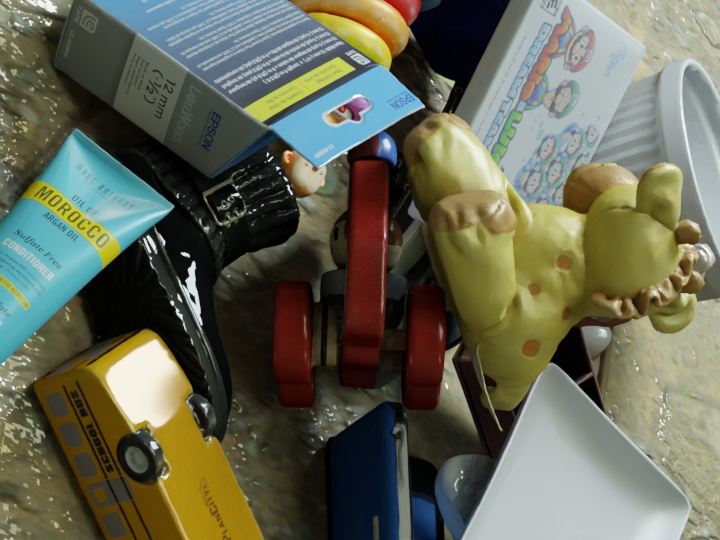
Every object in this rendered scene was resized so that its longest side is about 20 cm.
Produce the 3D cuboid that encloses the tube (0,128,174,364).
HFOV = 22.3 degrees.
[{"bbox_3d":[-0.195,0.002,1.055,0.077,0.050,0.200,40,56,-2],"label":"tube"}]

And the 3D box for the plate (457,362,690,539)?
[{"bbox_3d":[0.142,0.201,1.315,0.200,0.032,0.201,43,63,-32],"label":"plate"}]

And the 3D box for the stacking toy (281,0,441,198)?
[{"bbox_3d":[-0.023,-0.145,1.336,0.116,0.109,0.202,34,62,-41],"label":"stacking toy"}]

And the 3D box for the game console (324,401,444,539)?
[{"bbox_3d":[0.041,0.208,1.252,0.117,0.171,0.202,5,69,-22],"label":"game console"}]

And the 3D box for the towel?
[{"bbox_3d":[0.080,-0.212,1.402,0.050,0.146,0.200,-63,144,-25],"label":"towel"}]

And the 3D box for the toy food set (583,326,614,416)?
[{"bbox_3d":[0.203,0.033,1.537,0.144,0.060,0.202,52,41,-42],"label":"toy food set"}]

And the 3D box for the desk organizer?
[{"bbox_3d":[0.141,0.121,1.391,0.072,0.076,0.201,-59,138,-45],"label":"desk organizer"}]

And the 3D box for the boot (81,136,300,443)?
[{"bbox_3d":[-0.099,0.003,1.183,0.157,0.079,0.213,-19,91,-52],"label":"boot"}]

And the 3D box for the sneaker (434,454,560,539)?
[{"bbox_3d":[0.107,0.207,1.357,0.200,0.080,0.077,49,62,-30],"label":"sneaker"}]

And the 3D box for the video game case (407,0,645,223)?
[{"bbox_3d":[0.130,-0.109,1.385,0.181,0.024,0.202,20,97,-56],"label":"video game case"}]

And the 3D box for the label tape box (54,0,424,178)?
[{"bbox_3d":[-0.077,-0.123,1.191,0.199,0.066,0.143,37,37,13],"label":"label tape box"}]

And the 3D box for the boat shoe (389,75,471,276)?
[{"bbox_3d":[0.048,-0.075,1.404,0.066,0.075,0.200,32,70,11],"label":"boat shoe"}]

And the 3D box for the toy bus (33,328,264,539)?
[{"bbox_3d":[-0.117,0.140,1.107,0.065,0.078,0.202,-35,104,-52],"label":"toy bus"}]

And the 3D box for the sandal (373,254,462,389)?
[{"bbox_3d":[0.058,0.035,1.377,0.200,0.048,0.076,-36,120,-47],"label":"sandal"}]

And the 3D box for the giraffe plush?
[{"bbox_3d":[0.131,-0.013,1.169,0.173,0.161,0.202,74,-2,-69],"label":"giraffe plush"}]

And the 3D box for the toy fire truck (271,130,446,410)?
[{"bbox_3d":[0.000,0.000,1.216,0.200,0.111,0.170,91,-1,-75],"label":"toy fire truck"}]

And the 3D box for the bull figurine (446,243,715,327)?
[{"bbox_3d":[0.148,0.008,1.296,0.121,0.198,0.066,5,84,-67],"label":"bull figurine"}]

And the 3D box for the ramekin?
[{"bbox_3d":[0.251,-0.064,1.517,0.200,0.104,0.202,43,39,-49],"label":"ramekin"}]
